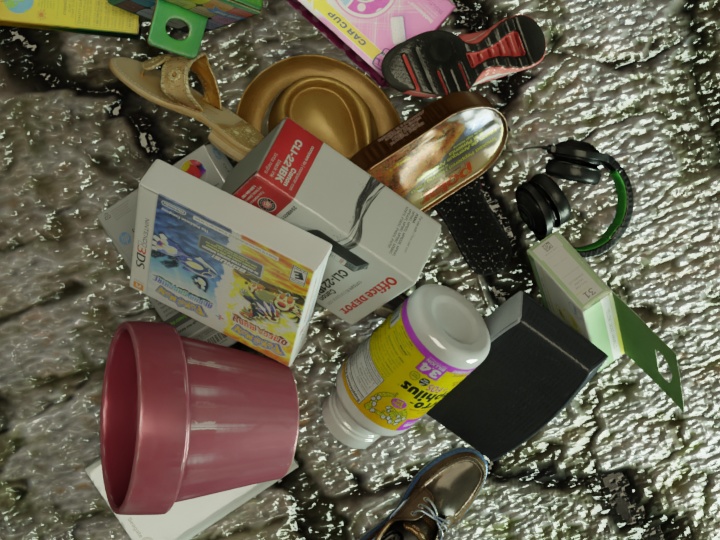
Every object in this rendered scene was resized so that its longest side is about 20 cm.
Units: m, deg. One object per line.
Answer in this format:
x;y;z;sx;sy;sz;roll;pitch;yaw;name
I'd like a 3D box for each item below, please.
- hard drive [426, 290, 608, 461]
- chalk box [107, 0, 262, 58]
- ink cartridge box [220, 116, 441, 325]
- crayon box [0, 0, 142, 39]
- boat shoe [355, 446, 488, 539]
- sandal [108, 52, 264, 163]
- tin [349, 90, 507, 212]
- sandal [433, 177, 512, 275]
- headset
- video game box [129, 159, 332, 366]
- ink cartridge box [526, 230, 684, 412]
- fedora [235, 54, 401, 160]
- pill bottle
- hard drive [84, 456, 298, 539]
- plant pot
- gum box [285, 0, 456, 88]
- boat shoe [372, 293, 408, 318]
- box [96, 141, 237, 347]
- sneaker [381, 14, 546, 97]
0.162;0.124;1.621;0.135;0.042;0.200;37;128;-6;hard drive
-0.179;-0.326;1.545;0.124;0.124;0.200;14;76;-40;chalk box
-0.040;-0.046;1.515;0.200;0.144;0.084;33;58;-14;ink cartridge box
-0.334;-0.327;1.605;0.200;0.051;0.127;6;91;-7;crayon box
0.070;0.283;1.648;0.072;0.072;0.200;42;94;-8;boat shoe
-0.172;-0.198;1.584;0.212;0.078;0.070;37;118;16;sandal
0.065;-0.116;1.582;0.200;0.042;0.112;-33;138;-1;tin
0.109;-0.086;1.668;0.075;0.045;0.200;-26;109;1;sandal
0.218;-0.101;1.672;0.200;0.094;0.124;40;84;-21;headset
-0.139;-0.005;1.513;0.200;0.182;0.047;26;56;7;video game box
0.265;0.066;1.589;0.048;0.146;0.200;-34;57;-5;ink cartridge box
-0.039;-0.150;1.611;0.200;0.082;0.201;2;81;-10;fedora
0.043;0.110;1.596;0.104;0.104;0.200;39;125;-6;pill bottle
-0.189;0.220;1.653;0.200;0.027;0.132;-33;95;-3;hard drive
-0.169;0.156;1.555;0.179;0.200;0.200;2;92;-21;plant pot
0.000;-0.305;1.631;0.200;0.066;0.114;41;87;-6;gum box
0.000;0.000;1.640;0.200;0.074;0.073;27;90;-7;boat shoe
-0.171;-0.017;1.611;0.156;0.041;0.200;-31;95;19;box
0.106;-0.222;1.617;0.200;0.087;0.074;-15;86;-26;sneaker
